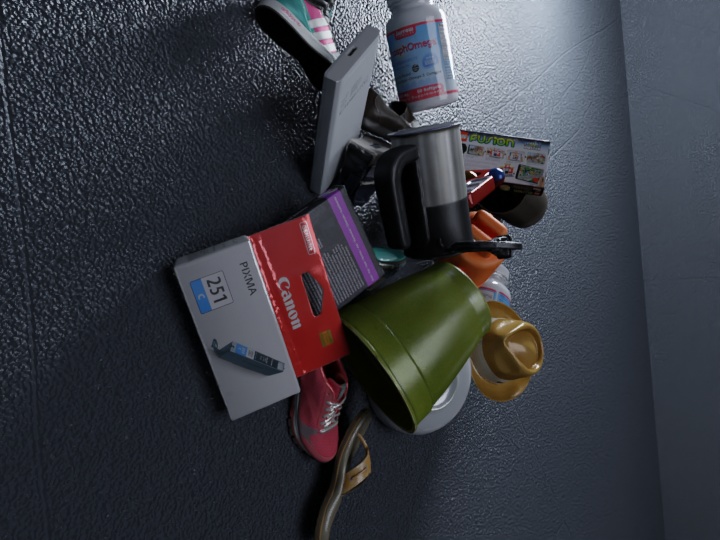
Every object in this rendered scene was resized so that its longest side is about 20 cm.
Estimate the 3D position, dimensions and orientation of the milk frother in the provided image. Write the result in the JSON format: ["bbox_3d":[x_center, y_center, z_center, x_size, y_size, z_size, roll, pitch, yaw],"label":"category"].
[{"bbox_3d":[0.135,-0.114,0.818,0.180,0.196,0.192,-40,123,-59],"label":"milk frother"}]

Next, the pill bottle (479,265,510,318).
[{"bbox_3d":[0.250,0.089,1.154,0.109,0.107,0.203,41,58,-42],"label":"pill bottle"}]

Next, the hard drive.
[{"bbox_3d":[-0.025,-0.221,0.792,0.133,0.026,0.201,-60,171,-35],"label":"hard drive"}]

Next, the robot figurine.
[{"bbox_3d":[0.210,-0.033,1.066,0.114,0.201,0.147,3,65,-8],"label":"robot figurine"}]

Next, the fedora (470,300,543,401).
[{"bbox_3d":[0.279,0.146,1.041,0.197,0.081,0.205,10,74,-35],"label":"fedora"}]

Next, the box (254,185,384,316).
[{"bbox_3d":[-0.074,-0.001,0.753,0.199,0.036,0.145,-37,116,-23],"label":"box"}]

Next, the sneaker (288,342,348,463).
[{"bbox_3d":[-0.054,0.179,0.783,0.073,0.085,0.205,-21,105,-49],"label":"sneaker"}]

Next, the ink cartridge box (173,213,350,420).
[{"bbox_3d":[-0.110,0.055,0.685,0.173,0.045,0.204,-21,107,-14],"label":"ink cartridge box"}]

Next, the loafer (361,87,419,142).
[{"bbox_3d":[0.070,-0.246,0.947,0.198,0.073,0.072,13,109,-44],"label":"loafer"}]

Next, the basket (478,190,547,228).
[{"bbox_3d":[0.343,-0.182,1.272,0.199,0.135,0.184,23,45,-54],"label":"basket"}]

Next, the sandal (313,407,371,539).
[{"bbox_3d":[-0.015,0.307,0.828,0.081,0.053,0.203,82,26,-65],"label":"sandal"}]

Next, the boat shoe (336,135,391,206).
[{"bbox_3d":[0.013,-0.162,0.915,0.094,0.074,0.199,-65,164,21],"label":"boat shoe"}]

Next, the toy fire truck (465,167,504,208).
[{"bbox_3d":[0.171,-0.143,1.021,0.199,0.165,0.114,-33,113,-47],"label":"toy fire truck"}]

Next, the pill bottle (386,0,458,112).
[{"bbox_3d":[0.105,-0.389,0.987,0.108,0.107,0.204,-27,108,-48],"label":"pill bottle"}]

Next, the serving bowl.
[{"bbox_3d":[0.111,0.182,0.941,0.196,0.066,0.205,-2,96,-24],"label":"serving bowl"}]

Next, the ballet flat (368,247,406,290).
[{"bbox_3d":[0.000,0.000,0.891,0.198,0.073,0.076,-1,89,-50],"label":"ballet flat"}]

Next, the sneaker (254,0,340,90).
[{"bbox_3d":[-0.056,-0.354,0.820,0.199,0.083,0.123,38,69,-42],"label":"sneaker"}]

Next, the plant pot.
[{"bbox_3d":[0.084,0.093,0.820,0.192,0.199,0.203,-35,118,-17],"label":"plant pot"}]

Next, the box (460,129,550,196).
[{"bbox_3d":[0.281,-0.222,1.148,0.035,0.196,0.112,72,31,-67],"label":"box"}]
